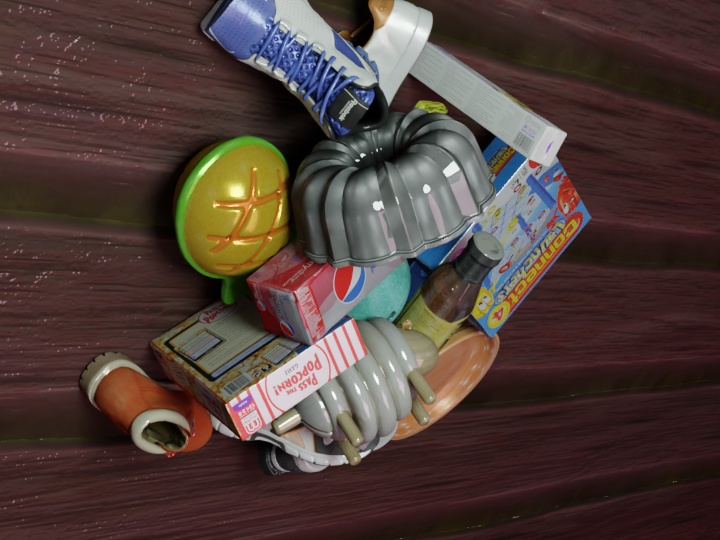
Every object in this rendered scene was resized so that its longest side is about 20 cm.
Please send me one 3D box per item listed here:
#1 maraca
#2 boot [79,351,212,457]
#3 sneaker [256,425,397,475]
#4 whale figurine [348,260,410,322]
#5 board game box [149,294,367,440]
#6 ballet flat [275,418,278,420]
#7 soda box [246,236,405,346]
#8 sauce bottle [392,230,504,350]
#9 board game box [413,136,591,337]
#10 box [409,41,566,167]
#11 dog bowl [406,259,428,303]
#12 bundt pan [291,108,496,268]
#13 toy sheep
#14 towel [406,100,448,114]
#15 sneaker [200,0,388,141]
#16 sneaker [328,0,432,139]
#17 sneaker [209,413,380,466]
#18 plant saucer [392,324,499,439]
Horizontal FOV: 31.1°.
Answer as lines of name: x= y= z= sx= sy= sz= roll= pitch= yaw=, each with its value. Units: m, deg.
maraca: x=-0.115 y=-0.047 z=1.255 sx=0.137 sy=0.107 sz=0.201 roll=-41 pitch=145 yaw=-14
boot: x=-0.202 y=0.163 z=1.350 sx=0.075 sy=0.107 sz=0.200 roll=-52 pitch=147 yaw=0
sneaker: x=-0.050 y=0.195 z=1.566 sx=0.199 sy=0.111 sz=0.074 roll=-13 pitch=91 yaw=-52
whale figurine: x=0.000 y=0.000 z=1.404 sx=0.158 sy=0.104 sz=0.201 roll=-38 pitch=159 yaw=-18
board game box: x=-0.106 y=0.077 z=1.291 sx=0.150 sy=0.199 sz=0.047 roll=-33 pitch=118 yaw=-18
ballet flat: x=-0.098 y=0.093 z=1.371 sx=0.046 sy=0.201 sz=0.068 roll=17 pitch=115 yaw=-7
soda box: x=-0.016 y=-0.015 z=1.260 sx=0.200 sy=0.069 sz=0.064 roll=-41 pitch=128 yaw=-33
sauce bottle: x=0.090 y=0.038 z=1.428 sx=0.065 sy=0.066 sz=0.201 roll=-10 pitch=149 yaw=-43
board game box: x=0.167 y=-0.047 z=1.531 sx=0.201 sy=0.056 sz=0.196 roll=-50 pitch=144 yaw=-3
box: x=0.128 y=-0.173 z=1.332 sx=0.038 sy=0.200 sz=0.042 roll=13 pitch=112 yaw=-48
dog bowl: x=0.092 y=-0.005 z=1.577 sx=0.111 sy=0.049 sz=0.202 roll=-6 pitch=126 yaw=-46
bundt pan: x=0.024 y=-0.087 z=1.207 sx=0.201 sy=0.201 sz=0.077 roll=-32 pitch=121 yaw=-25
toy sheep: x=-0.004 y=0.122 z=1.362 sx=0.198 sy=0.138 sz=0.139 roll=-25 pitch=138 yaw=-21
towel: x=0.011 y=-0.103 z=1.355 sx=0.200 sy=0.018 sz=0.086 roll=-44 pitch=170 yaw=19
sneaker: x=-0.040 y=-0.185 z=1.169 sx=0.198 sy=0.116 sz=0.081 roll=28 pitch=108 yaw=-36
sneaker: x=-0.008 y=-0.190 z=1.301 sx=0.084 sy=0.073 sz=0.201 roll=20 pitch=119 yaw=-17
sneaker: x=-0.073 y=0.155 z=1.428 sx=0.074 sy=0.197 sz=0.081 roll=-61 pitch=162 yaw=-65
plant saucer: x=0.096 y=0.140 z=1.696 sx=0.199 sy=0.038 sz=0.201 roll=-33 pitch=153 yaw=-19
